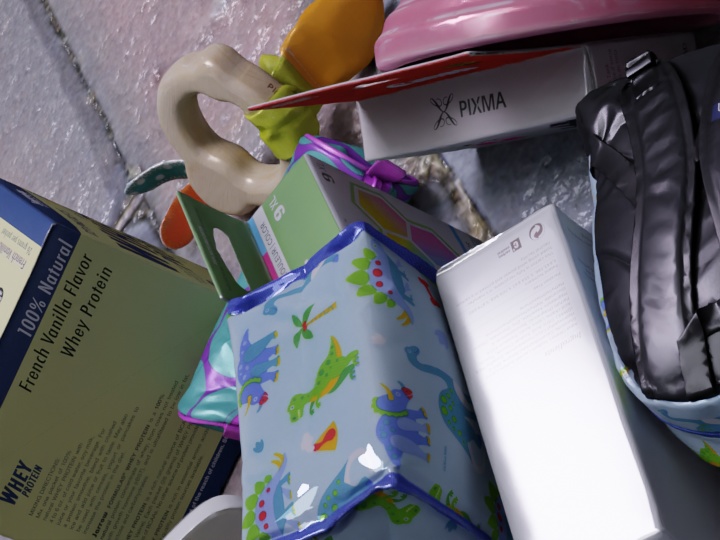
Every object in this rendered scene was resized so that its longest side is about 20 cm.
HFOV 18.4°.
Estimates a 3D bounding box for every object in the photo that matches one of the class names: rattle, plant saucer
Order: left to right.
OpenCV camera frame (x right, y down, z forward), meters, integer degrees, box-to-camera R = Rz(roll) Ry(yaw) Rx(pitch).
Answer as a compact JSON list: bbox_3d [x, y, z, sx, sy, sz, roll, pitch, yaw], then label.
[{"bbox_3d":[-0.077,-0.110,1.538,0.200,0.129,0.144,122,167,-61],"label":"rattle"},{"bbox_3d":[0.104,-0.146,1.199,0.200,0.199,0.051,-7,92,51],"label":"plant saucer"}]

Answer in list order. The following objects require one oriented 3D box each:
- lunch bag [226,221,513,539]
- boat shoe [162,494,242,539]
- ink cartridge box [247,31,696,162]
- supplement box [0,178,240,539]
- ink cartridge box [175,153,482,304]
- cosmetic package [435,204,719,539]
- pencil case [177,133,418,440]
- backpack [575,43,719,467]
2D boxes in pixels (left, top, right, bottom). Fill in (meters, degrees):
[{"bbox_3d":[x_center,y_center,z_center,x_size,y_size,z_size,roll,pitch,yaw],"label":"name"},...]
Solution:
[{"bbox_3d":[0.029,0.102,1.153,0.127,0.199,0.171,-31,46,29],"label":"lunch bag"},{"bbox_3d":[-0.133,0.213,1.419,0.201,0.070,0.064,-56,37,18],"label":"boat shoe"},{"bbox_3d":[0.063,-0.093,1.246,0.199,0.173,0.044,-8,92,51],"label":"ink cartridge box"},{"bbox_3d":[-0.187,0.073,1.459,0.134,0.199,0.201,29,94,55],"label":"supplement box"},{"bbox_3d":[0.000,0.000,1.250,0.059,0.199,0.104,-49,39,20],"label":"ink cartridge box"},{"bbox_3d":[0.118,0.082,1.102,0.081,0.113,0.201,-31,49,22],"label":"cosmetic package"},{"bbox_3d":[-0.038,0.016,1.394,0.201,0.085,0.092,-66,19,2],"label":"pencil case"},{"bbox_3d":[0.188,-0.005,1.061,0.162,0.154,0.201,-19,36,23],"label":"backpack"}]
